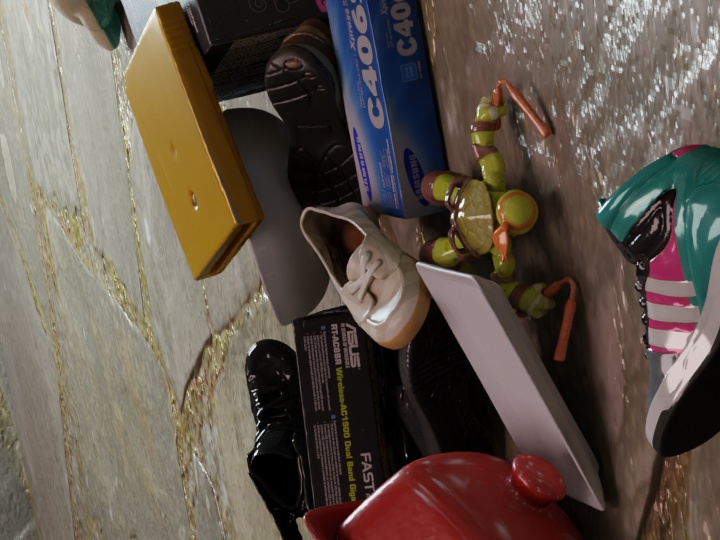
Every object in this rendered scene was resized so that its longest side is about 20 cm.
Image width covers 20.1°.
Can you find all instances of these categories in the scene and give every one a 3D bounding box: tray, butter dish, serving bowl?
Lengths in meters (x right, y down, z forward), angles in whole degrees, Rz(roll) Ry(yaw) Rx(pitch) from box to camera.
[{"bbox_3d":[0.113,0.077,1.454,0.201,0.022,0.107,60,164,-17],"label":"tray"},{"bbox_3d":[0.095,0.197,1.475,0.199,0.200,0.148,45,114,29],"label":"butter dish"},{"bbox_3d":[-0.066,-0.054,1.822,0.200,0.065,0.201,-14,-90,-88],"label":"serving bowl"}]

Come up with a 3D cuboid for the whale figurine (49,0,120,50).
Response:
[{"bbox_3d":[-0.309,-0.338,2.315,0.159,0.103,0.200,61,180,33],"label":"whale figurine"}]

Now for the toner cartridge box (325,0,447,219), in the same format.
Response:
[{"bbox_3d":[0.019,-0.145,1.601,0.095,0.043,0.201,-162,60,-69],"label":"toner cartridge box"}]

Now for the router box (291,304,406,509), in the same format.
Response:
[{"bbox_3d":[-0.005,0.130,1.691,0.150,0.062,0.201,-10,-87,-82],"label":"router box"}]

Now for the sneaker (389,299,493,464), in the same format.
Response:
[{"bbox_3d":[0.054,0.097,1.617,0.104,0.060,0.201,42,152,56],"label":"sneaker"}]

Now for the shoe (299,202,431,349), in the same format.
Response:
[{"bbox_3d":[0.000,0.000,1.557,0.070,0.053,0.200,-62,25,14],"label":"shoe"}]

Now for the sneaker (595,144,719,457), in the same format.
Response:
[{"bbox_3d":[0.184,0.005,1.194,0.121,0.083,0.201,52,142,38],"label":"sneaker"}]

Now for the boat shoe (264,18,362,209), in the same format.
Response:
[{"bbox_3d":[-0.023,-0.123,1.704,0.201,0.075,0.074,78,-155,-44],"label":"boat shoe"}]

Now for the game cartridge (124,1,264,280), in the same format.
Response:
[{"bbox_3d":[-0.147,-0.108,1.752,0.176,0.032,0.201,137,115,-68],"label":"game cartridge"}]

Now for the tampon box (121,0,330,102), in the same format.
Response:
[{"bbox_3d":[-0.120,-0.246,1.784,0.151,0.126,0.200,71,159,7],"label":"tampon box"}]

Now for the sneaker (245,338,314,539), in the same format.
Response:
[{"bbox_3d":[-0.063,0.149,1.736,0.201,0.060,0.104,71,-166,12],"label":"sneaker"}]

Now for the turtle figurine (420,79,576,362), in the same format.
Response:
[{"bbox_3d":[0.090,-0.029,1.459,0.161,0.064,0.201,170,86,-70],"label":"turtle figurine"}]
